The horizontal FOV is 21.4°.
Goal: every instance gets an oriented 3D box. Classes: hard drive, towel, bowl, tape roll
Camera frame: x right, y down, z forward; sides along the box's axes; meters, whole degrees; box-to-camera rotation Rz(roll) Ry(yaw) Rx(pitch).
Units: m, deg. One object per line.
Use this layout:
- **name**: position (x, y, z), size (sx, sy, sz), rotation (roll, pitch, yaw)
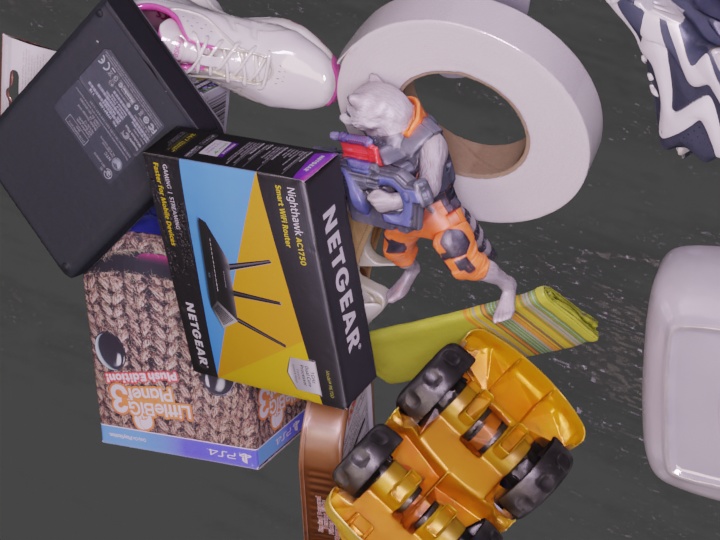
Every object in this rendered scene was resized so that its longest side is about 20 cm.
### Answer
- **hard drive**: position (-0.210, -0.104, 1.514), size (0.200, 0.033, 0.140), rotation (-41, 82, 35)
- **towel**: position (0.083, 0.051, 1.511), size (0.200, 0.018, 0.086), rotation (-15, 146, 33)
- **bowl**: position (0.298, 0.092, 1.407), size (0.199, 0.075, 0.200), rotation (9, 115, 24)
- **tape roll**: position (0.079, -0.118, 1.412), size (0.202, 0.037, 0.203), rotation (18, 143, 14)

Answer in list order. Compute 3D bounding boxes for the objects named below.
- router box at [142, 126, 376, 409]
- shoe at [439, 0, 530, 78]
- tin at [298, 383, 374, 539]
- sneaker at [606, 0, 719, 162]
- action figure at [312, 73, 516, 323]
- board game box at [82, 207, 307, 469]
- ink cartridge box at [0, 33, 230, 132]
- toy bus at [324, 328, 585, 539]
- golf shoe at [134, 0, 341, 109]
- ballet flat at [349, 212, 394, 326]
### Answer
- **router box**: position (-0.074, -0.003, 1.434), size (0.149, 0.051, 0.201), rotation (11, 127, 32)
- **shoe**: position (0.083, -0.238, 1.395), size (0.200, 0.071, 0.091), rotation (104, 153, -51)
- **tin**: position (-0.017, 0.161, 1.570), size (0.042, 0.112, 0.200), rotation (5, 131, 9)
- **sneaker**: position (0.222, -0.145, 1.344), size (0.199, 0.079, 0.130), rotation (41, 145, 28)
- **action figure**: position (0.027, -0.062, 1.433), size (0.200, 0.105, 0.194), rotation (25, 145, 49)
- **board game box**: position (-0.138, 0.048, 1.611), size (0.159, 0.097, 0.201), rotation (6, 113, 26)
- **ink cartridge box**: position (-0.209, -0.131, 1.604), size (0.199, 0.050, 0.109), rotation (19, 119, 22)
- **toy bus**: position (0.052, 0.168, 1.503), size (0.136, 0.200, 0.192), rotation (44, 154, 0)
- **golf shoe**: position (-0.111, -0.170, 1.510), size (0.199, 0.092, 0.076), rotation (23, 118, 17)
- **ballet flat**: position (0.000, 0.000, 1.536), size (0.063, 0.069, 0.201), rotation (17, 119, 10)
